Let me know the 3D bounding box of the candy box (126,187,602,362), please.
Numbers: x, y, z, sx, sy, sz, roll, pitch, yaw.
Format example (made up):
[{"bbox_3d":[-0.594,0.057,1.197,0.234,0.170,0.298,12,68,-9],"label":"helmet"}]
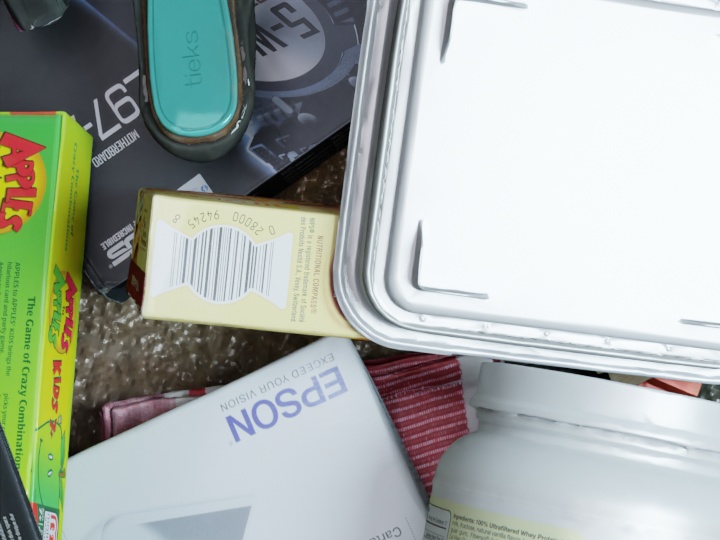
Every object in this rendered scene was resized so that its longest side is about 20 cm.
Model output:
[{"bbox_3d":[0.000,0.000,0.847,0.199,0.115,0.056,7,94,-10],"label":"candy box"}]

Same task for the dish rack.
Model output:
[{"bbox_3d":[0.096,-0.043,0.780,0.199,0.044,0.173,7,92,-10],"label":"dish rack"}]

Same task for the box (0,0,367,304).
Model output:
[{"bbox_3d":[-0.084,-0.106,0.926,0.199,0.044,0.161,-34,82,0],"label":"box"}]

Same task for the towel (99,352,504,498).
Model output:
[{"bbox_3d":[-0.020,0.120,0.909,0.199,0.023,0.145,-9,84,3],"label":"towel"}]

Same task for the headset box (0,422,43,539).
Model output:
[{"bbox_3d":[-0.180,0.082,0.733,0.092,0.200,0.175,-19,77,-12],"label":"headset box"}]

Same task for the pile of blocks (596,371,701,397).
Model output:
[{"bbox_3d":[0.199,0.015,0.872,0.199,0.082,0.062,-25,82,1],"label":"pile of blocks"}]

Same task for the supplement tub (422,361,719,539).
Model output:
[{"bbox_3d":[0.092,0.148,0.793,0.144,0.145,0.201,11,86,6],"label":"supplement tub"}]

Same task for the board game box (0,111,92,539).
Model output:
[{"bbox_3d":[-0.183,0.030,0.865,0.101,0.048,0.201,1,79,9],"label":"board game box"}]

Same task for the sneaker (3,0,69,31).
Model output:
[{"bbox_3d":[-0.132,-0.208,0.893,0.086,0.080,0.201,-4,63,9],"label":"sneaker"}]

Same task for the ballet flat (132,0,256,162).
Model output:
[{"bbox_3d":[-0.077,-0.147,0.872,0.068,0.068,0.201,1,83,3],"label":"ballet flat"}]

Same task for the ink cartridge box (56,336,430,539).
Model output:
[{"bbox_3d":[-0.053,0.157,0.877,0.199,0.041,0.201,-26,84,1],"label":"ink cartridge box"}]
